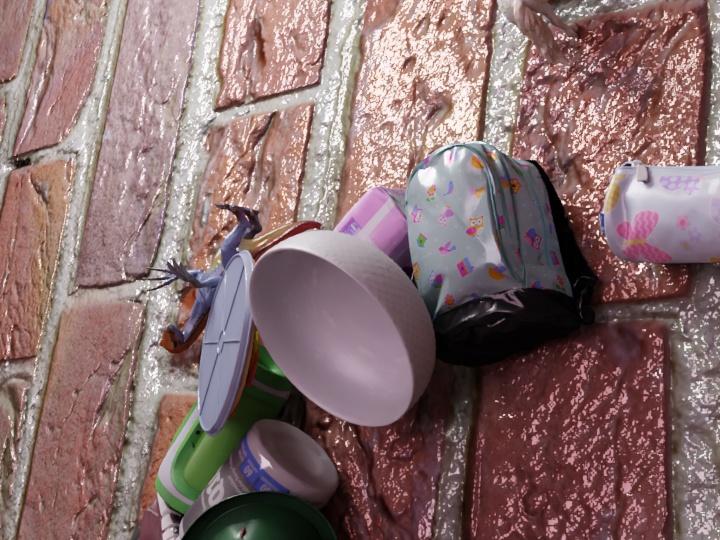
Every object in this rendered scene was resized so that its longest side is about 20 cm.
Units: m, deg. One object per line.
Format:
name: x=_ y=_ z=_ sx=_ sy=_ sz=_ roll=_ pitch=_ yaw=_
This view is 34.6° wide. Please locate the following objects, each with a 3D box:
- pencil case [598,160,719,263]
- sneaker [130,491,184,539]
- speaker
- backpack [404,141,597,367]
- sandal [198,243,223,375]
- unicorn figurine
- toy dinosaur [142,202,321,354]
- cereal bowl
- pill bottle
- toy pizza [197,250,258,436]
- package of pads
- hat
pencil case: x=0.302 y=-0.052 z=0.964 sx=0.200 sy=0.083 sz=0.091 roll=0 pitch=96 yaw=45
sneaker: x=-0.223 y=0.354 z=1.351 sx=0.116 sy=0.076 sz=0.200 roll=-49 pitch=35 yaw=27
speaker: x=-0.156 y=0.183 z=1.332 sx=0.200 sy=0.088 sz=0.088 roll=-57 pitch=44 yaw=11
backpack: x=0.122 y=-0.024 z=1.100 sx=0.167 sy=0.126 sz=0.200 roll=-22 pitch=64 yaw=36
sandal: x=-0.154 y=0.058 z=1.402 sx=0.057 sy=0.080 sz=0.201 roll=1 pitch=70 yaw=12
unicorn figurine: x=0.147 y=-0.298 z=1.181 sx=0.074 sy=0.137 sz=0.200 roll=-53 pitch=45 yaw=17
toy dinosaur: x=-0.160 y=0.014 z=1.335 sx=0.105 sy=0.199 sz=0.182 roll=-60 pitch=-20 yaw=-88
cereal bowl: x=-0.007 y=0.045 z=1.103 sx=0.200 sy=0.200 sz=0.083 roll=0 pitch=31 yaw=45
pill bottle: x=-0.123 y=0.268 z=1.244 sx=0.200 sy=0.114 sz=0.114 roll=-53 pitch=45 yaw=16
toy pizza: x=-0.134 y=0.078 z=1.232 sx=0.200 sy=0.032 sz=0.201 roll=-169 pitch=90 yaw=-72
package of pads: x=0.000 y=0.000 z=1.221 sx=0.200 sy=0.120 sz=0.076 roll=-48 pitch=67 yaw=20
hat: x=-0.108 y=0.340 z=1.116 sx=0.200 sy=0.166 sz=0.176 roll=-51 pitch=17 yaw=15
